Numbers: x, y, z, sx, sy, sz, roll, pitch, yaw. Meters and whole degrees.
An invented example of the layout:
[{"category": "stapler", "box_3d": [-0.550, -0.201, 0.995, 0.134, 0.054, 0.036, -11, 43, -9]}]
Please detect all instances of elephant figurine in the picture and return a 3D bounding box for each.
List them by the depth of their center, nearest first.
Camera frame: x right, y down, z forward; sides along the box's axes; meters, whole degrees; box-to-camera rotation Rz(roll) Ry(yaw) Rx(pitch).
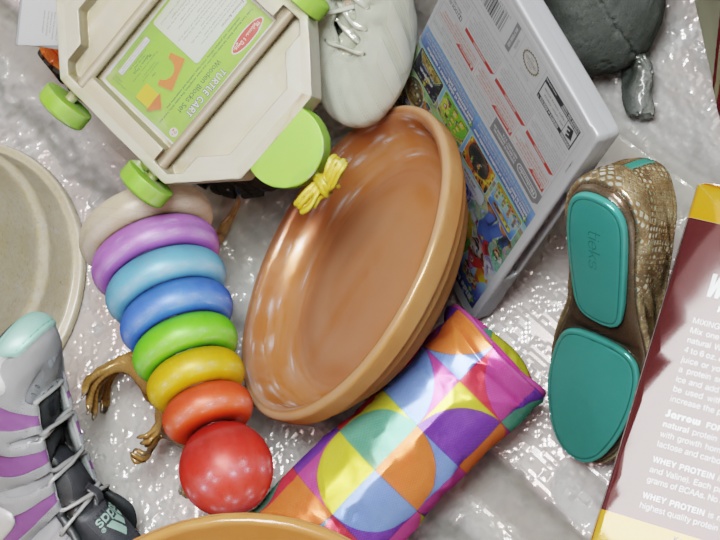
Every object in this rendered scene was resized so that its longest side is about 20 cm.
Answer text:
[{"category": "elephant figurine", "box_3d": [0.109, -0.202, 0.944, 0.154, 0.200, 0.142, 17, 79, 19]}]

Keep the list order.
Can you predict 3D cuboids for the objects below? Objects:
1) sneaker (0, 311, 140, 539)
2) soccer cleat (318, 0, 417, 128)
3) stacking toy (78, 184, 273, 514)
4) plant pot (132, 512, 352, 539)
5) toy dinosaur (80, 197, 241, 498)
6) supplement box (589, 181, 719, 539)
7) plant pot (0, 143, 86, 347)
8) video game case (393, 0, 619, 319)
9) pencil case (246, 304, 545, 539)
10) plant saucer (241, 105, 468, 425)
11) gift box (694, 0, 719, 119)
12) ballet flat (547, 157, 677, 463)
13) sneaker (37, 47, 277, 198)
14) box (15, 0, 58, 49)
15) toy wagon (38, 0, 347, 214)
[{"category": "sneaker", "box_3d": [-0.170, 0.127, 0.978, 0.139, 0.078, 0.201, 27, 126, 13]}, {"category": "soccer cleat", "box_3d": [0.004, -0.175, 0.928, 0.069, 0.078, 0.201, 13, 110, 7]}, {"category": "stacking toy", "box_3d": [-0.099, 0.050, 0.958, 0.085, 0.085, 0.201, -26, 66, 8]}, {"category": "plant pot", "box_3d": [-0.062, 0.246, 0.847, 0.199, 0.141, 0.201, 1, 40, 0]}, {"category": "toy dinosaur", "box_3d": [-0.118, 0.060, 1.029, 0.106, 0.061, 0.201, -7, 60, 3]}, {"category": "supplement box", "box_3d": [0.251, 0.085, 0.861, 0.196, 0.133, 0.201, 15, 80, 20]}, {"category": "plant pot", "box_3d": [-0.302, -0.016, 1.024, 0.199, 0.183, 0.202, -4, 74, 15]}, {"category": "video game case", "box_3d": [0.070, -0.079, 0.938, 0.018, 0.200, 0.144, -17, 67, -26]}, {"category": "pencil case", "box_3d": [0.015, 0.113, 0.951, 0.200, 0.088, 0.088, -44, 68, 0]}, {"category": "plant saucer", "box_3d": [0.000, 0.000, 0.959, 0.200, 0.037, 0.201, -41, 34, 37]}, {"category": "gift box", "box_3d": [0.265, -0.147, 0.882, 0.184, 0.187, 0.201, -16, 73, 4]}, {"category": "ballet flat", "box_3d": [0.146, 0.023, 0.905, 0.070, 0.201, 0.065, 32, 49, 30]}, {"category": "sneaker", "box_3d": [-0.122, -0.118, 1.060, 0.200, 0.075, 0.079, 35, 84, 20]}, {"category": "box", "box_3d": [-0.100, -0.198, 0.988, 0.199, 0.157, 0.041, 7, 34, -10]}, {"category": "toy wagon", "box_3d": [-0.085, -0.109, 0.934, 0.200, 0.040, 0.155, 44, 101, 9]}]
